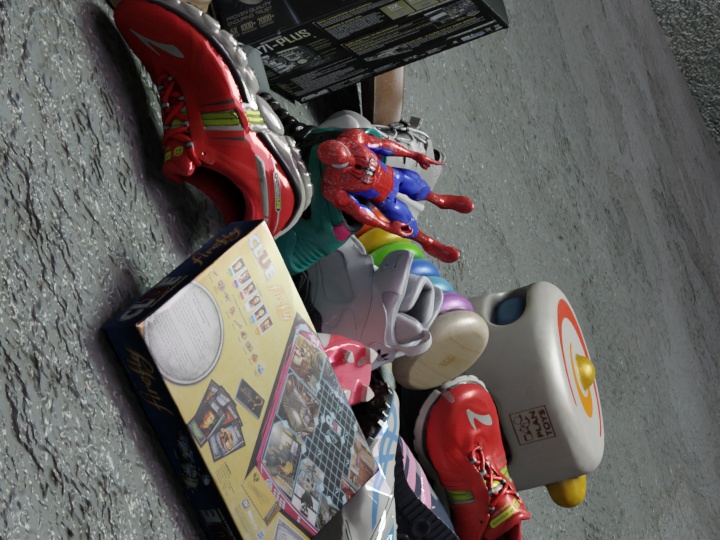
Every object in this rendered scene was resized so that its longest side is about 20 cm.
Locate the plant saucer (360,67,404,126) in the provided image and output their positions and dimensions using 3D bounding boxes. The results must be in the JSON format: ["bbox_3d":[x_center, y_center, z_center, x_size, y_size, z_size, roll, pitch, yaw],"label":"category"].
[{"bbox_3d":[0.019,-0.209,1.857,0.200,0.032,0.201,178,-90,-87],"label":"plant saucer"}]

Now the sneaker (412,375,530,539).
[{"bbox_3d":[0.101,0.169,1.632,0.085,0.077,0.200,36,-31,47],"label":"sneaker"}]

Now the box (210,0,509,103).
[{"bbox_3d":[-0.001,-0.225,1.673,0.164,0.200,0.086,24,50,-66],"label":"box"}]

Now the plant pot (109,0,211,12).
[{"bbox_3d":[-0.138,-0.277,1.495,0.201,0.092,0.201,-18,90,-73],"label":"plant pot"}]

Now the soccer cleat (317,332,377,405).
[{"bbox_3d":[-0.069,0.068,1.441,0.200,0.076,0.067,6,87,-52],"label":"soccer cleat"}]

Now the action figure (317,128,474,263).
[{"bbox_3d":[0.024,-0.059,1.517,0.200,0.052,0.066,26,83,-55],"label":"action figure"}]

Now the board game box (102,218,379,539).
[{"bbox_3d":[-0.074,0.086,1.343,0.135,0.035,0.200,-41,116,-41],"label":"board game box"}]

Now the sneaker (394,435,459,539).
[{"bbox_3d":[0.009,0.155,1.593,0.200,0.070,0.082,62,-1,-28],"label":"sneaker"}]

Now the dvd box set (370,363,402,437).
[{"bbox_3d":[0.024,0.054,1.762,0.200,0.029,0.146,-88,154,-45],"label":"dvd box set"}]

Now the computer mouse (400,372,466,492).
[{"bbox_3d":[0.068,0.094,1.722,0.139,0.053,0.200,52,28,-50],"label":"computer mouse"}]

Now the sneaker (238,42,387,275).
[{"bbox_3d":[-0.043,-0.097,1.558,0.084,0.120,0.201,34,41,-62],"label":"sneaker"}]

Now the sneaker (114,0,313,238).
[{"bbox_3d":[-0.111,-0.103,1.425,0.085,0.077,0.200,-43,106,-29],"label":"sneaker"}]

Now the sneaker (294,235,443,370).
[{"bbox_3d":[0.000,0.000,1.603,0.075,0.115,0.200,51,28,-49],"label":"sneaker"}]

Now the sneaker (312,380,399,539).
[{"bbox_3d":[-0.003,0.173,1.473,0.072,0.072,0.200,41,47,-37],"label":"sneaker"}]

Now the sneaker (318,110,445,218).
[{"bbox_3d":[0.020,-0.108,1.779,0.075,0.082,0.200,35,-2,20],"label":"sneaker"}]

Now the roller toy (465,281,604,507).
[{"bbox_3d":[0.148,0.110,1.884,0.182,0.139,0.201,47,31,-59],"label":"roller toy"}]

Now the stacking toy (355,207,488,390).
[{"bbox_3d":[0.023,-0.001,1.678,0.200,0.085,0.085,58,9,30],"label":"stacking toy"}]
